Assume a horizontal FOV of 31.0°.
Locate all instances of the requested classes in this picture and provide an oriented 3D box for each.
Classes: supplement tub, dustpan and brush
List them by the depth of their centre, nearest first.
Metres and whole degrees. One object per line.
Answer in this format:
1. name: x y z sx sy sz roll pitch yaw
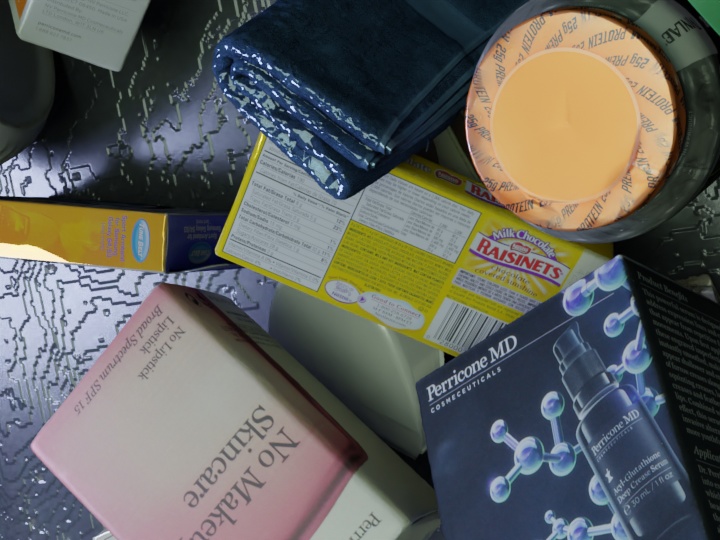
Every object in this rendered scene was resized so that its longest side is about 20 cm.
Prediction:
1. supplement tub: 0.128 -0.082 0.650 0.121 0.200 0.124 5 102 22
2. dustpan and brush: 0.000 0.000 0.788 0.139 0.057 0.201 26 136 35

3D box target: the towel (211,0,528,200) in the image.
1. towel: 0.020 -0.126 0.693 0.111 0.200 0.049 40 141 10

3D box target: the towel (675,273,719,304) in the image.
1. towel: 0.139 0.092 0.774 0.199 0.034 0.134 -24 90 26

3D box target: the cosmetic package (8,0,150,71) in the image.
1. cosmetic package: -0.147 -0.237 0.786 0.201 0.071 0.102 -62 32 21

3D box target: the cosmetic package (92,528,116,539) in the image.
1. cosmetic package: -0.084 0.240 0.881 0.105 0.071 0.201 -27 89 24

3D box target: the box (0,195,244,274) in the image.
1. box: -0.159 -0.024 0.832 0.198 0.119 0.042 3 93 22

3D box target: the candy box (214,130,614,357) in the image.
1. candy box: 0.027 -0.012 0.712 0.199 0.026 0.103 23 125 -5

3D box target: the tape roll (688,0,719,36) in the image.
1. tape roll: 0.170 -0.165 0.614 0.048 0.200 0.201 -40 84 24

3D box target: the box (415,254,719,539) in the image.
1. box: 0.128 0.122 0.649 0.148 0.107 0.201 -36 49 33

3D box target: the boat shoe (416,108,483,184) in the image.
1. boat shoe: 0.044 -0.107 0.766 0.074 0.075 0.203 -29 81 -9

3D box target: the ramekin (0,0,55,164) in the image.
1. ramekin: -0.281 -0.146 0.825 0.104 0.200 0.202 -18 93 17

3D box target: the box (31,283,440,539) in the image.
1. box: -0.068 0.122 0.760 0.200 0.109 0.128 41 95 16
